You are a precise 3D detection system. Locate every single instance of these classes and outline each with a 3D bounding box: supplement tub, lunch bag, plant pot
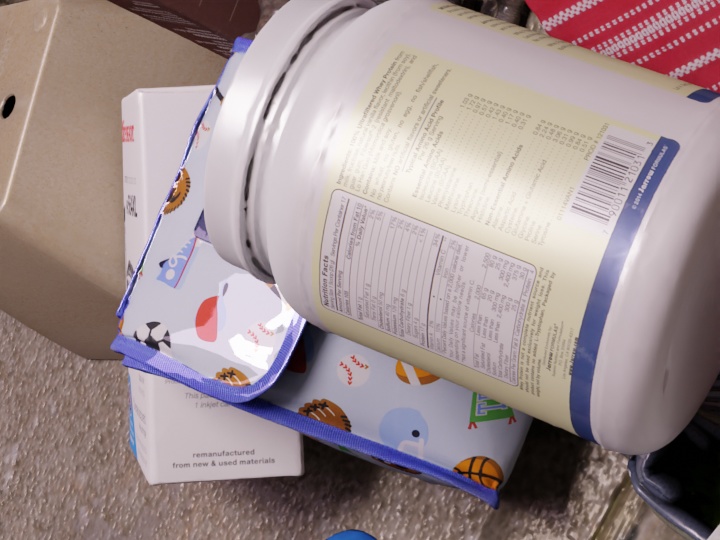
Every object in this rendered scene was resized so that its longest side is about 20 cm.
[{"bbox_3d":[0.053,-0.025,0.802,0.199,0.145,0.146,22,89,22],"label":"supplement tub"},{"bbox_3d":[0.000,0.000,0.951,0.124,0.199,0.171,127,166,-86],"label":"lunch bag"},{"bbox_3d":[-0.163,-0.066,1.213,0.199,0.177,0.201,-1,71,50],"label":"plant pot"}]

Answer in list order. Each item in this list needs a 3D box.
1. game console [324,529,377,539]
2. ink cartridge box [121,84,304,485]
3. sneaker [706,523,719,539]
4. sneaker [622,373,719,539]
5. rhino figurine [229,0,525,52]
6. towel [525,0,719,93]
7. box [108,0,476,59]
[{"bbox_3d":[-0.003,0.248,0.916,0.170,0.118,0.200,-38,78,-5],"label":"game console"},{"bbox_3d":[-0.082,0.002,1.065,0.146,0.084,0.201,-164,72,-80],"label":"ink cartridge box"},{"bbox_3d":[0.184,0.131,0.750,0.201,0.114,0.073,-58,18,10],"label":"sneaker"},{"bbox_3d":[0.143,0.071,0.857,0.074,0.081,0.200,-59,38,9],"label":"sneaker"},{"bbox_3d":[0.003,-0.127,1.035,0.060,0.199,0.088,11,89,48],"label":"rhino figurine"},{"bbox_3d":[0.163,-0.067,0.808,0.022,0.200,0.144,-39,8,-37],"label":"towel"},{"bbox_3d":[-0.037,-0.156,1.089,0.075,0.200,0.101,17,86,52],"label":"box"}]
